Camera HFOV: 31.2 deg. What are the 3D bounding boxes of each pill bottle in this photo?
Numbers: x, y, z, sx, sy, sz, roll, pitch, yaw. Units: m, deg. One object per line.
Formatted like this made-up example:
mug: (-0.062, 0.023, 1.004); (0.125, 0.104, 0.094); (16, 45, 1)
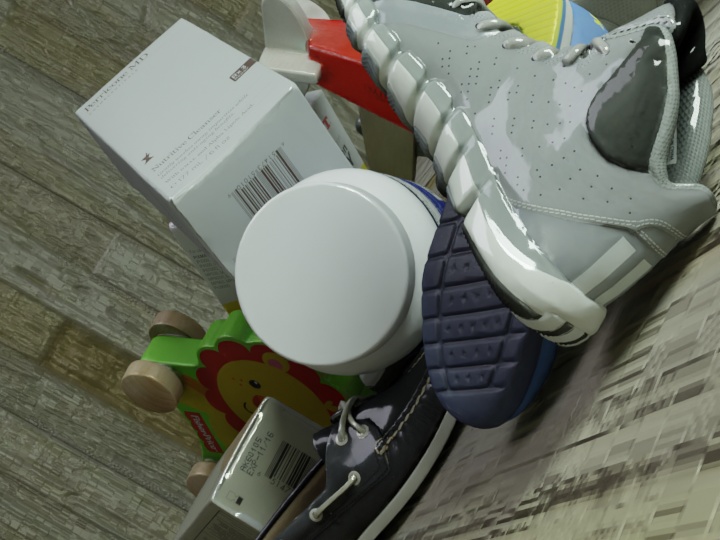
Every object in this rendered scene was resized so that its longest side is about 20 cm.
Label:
pill bottle: (0.000, 0.000, 0.755); (0.117, 0.115, 0.200); (-60, -11, 7)

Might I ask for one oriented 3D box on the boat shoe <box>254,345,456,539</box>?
boat shoe: (-0.002, 0.108, 0.712); (0.201, 0.060, 0.074); (-59, 3, 26)

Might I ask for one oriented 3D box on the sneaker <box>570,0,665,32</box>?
sneaker: (0.108, -0.086, 0.683); (0.201, 0.075, 0.093); (112, 175, -49)

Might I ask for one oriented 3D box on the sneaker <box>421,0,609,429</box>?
sneaker: (0.083, -0.026, 0.572); (0.073, 0.082, 0.203); (-2, 71, 49)

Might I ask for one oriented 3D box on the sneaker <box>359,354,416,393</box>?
sneaker: (0.024, 0.012, 0.939); (0.076, 0.076, 0.201); (-56, 6, 36)

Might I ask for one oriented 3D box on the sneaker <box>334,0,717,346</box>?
sneaker: (0.073, -0.079, 0.500); (0.115, 0.202, 0.075); (-38, -30, 19)

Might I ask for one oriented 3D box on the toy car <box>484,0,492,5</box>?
toy car: (0.150, -0.262, 0.933); (0.198, 0.185, 0.178); (-18, 31, 38)

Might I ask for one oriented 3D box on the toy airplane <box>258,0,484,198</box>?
toy airplane: (0.029, -0.148, 0.875); (0.141, 0.200, 0.199); (-49, 18, -31)

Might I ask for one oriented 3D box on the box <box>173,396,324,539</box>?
box: (-0.062, 0.164, 0.872); (0.078, 0.094, 0.200); (-62, 5, -26)

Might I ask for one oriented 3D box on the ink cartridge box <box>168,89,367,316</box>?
ink cartridge box: (-0.039, -0.012, 0.985); (0.082, 0.201, 0.146); (-9, 38, 34)

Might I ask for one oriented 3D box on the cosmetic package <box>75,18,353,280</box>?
cosmetic package: (-0.105, -0.089, 0.877); (0.113, 0.081, 0.200); (-44, 38, -9)

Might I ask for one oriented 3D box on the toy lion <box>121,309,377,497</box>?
toy lion: (-0.069, 0.106, 0.967); (0.069, 0.189, 0.201); (-63, -35, -37)
